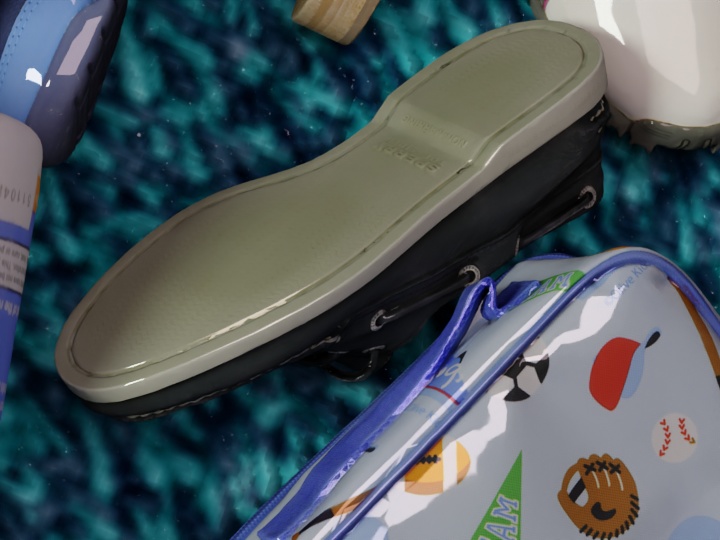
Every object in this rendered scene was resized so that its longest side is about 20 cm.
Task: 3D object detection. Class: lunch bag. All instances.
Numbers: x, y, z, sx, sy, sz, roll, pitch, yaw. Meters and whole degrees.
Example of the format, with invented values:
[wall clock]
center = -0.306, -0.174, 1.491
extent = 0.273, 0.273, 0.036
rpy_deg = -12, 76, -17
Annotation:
[lunch bag]
center = 0.051, 0.092, 0.850
extent = 0.200, 0.076, 0.160
rpy_deg = -45, 103, -19

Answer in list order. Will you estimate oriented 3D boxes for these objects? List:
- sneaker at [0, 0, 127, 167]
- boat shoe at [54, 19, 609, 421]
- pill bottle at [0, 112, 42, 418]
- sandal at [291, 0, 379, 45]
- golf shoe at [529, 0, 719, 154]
[sneaker]
center = -0.104, -0.127, 0.875
extent = 0.082, 0.074, 0.201
rpy_deg = 7, 70, -10
[boat shoe]
center = -0.001, -0.001, 0.876
extent = 0.199, 0.074, 0.066
rpy_deg = -38, 131, -25
[pill bottle]
center = -0.158, 0.049, 0.795
extent = 0.112, 0.112, 0.201
rpy_deg = 10, 85, -11
[sandal]
center = 0.008, -0.181, 0.909
extent = 0.069, 0.078, 0.212
rpy_deg = 25, 80, -9
[golf shoe]
center = 0.092, -0.138, 0.915
extent = 0.077, 0.088, 0.201
rpy_deg = -6, 81, -16
